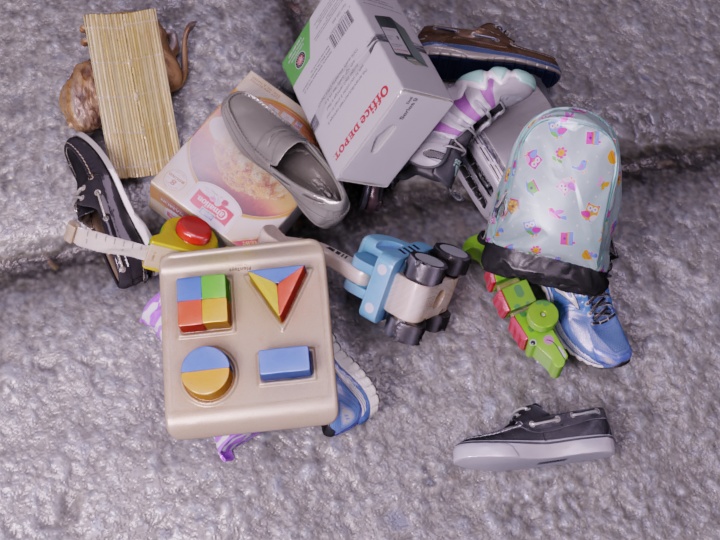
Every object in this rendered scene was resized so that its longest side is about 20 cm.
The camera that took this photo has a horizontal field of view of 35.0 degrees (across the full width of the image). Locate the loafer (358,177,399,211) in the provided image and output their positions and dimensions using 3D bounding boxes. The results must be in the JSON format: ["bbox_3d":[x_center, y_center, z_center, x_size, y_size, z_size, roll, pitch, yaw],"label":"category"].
[{"bbox_3d":[0.043,-0.160,1.436,0.062,0.072,0.202,15,62,-7],"label":"loafer"}]

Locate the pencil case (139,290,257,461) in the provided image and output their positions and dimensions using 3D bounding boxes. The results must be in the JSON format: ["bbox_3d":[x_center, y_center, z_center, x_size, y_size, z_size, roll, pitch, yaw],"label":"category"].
[{"bbox_3d":[-0.173,0.106,1.275,0.085,0.084,0.201,-39,72,16],"label":"pencil case"}]

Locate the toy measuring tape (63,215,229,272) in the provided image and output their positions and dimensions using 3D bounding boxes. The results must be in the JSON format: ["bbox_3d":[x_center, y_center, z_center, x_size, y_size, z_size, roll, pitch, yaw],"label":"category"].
[{"bbox_3d":[-0.231,-0.035,1.280,0.198,0.074,0.074,14,64,-21],"label":"toy measuring tape"}]

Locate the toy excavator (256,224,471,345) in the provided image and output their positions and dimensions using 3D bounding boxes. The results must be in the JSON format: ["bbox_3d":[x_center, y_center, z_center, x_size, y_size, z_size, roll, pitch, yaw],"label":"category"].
[{"bbox_3d":[0.000,0.000,1.320,0.199,0.101,0.194,27,21,24],"label":"toy excavator"}]

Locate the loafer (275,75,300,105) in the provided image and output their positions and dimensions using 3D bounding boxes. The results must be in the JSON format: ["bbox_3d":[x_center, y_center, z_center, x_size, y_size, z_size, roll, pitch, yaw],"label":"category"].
[{"bbox_3d":[-0.018,-0.248,1.469,0.199,0.063,0.072,-29,82,-3],"label":"loafer"}]

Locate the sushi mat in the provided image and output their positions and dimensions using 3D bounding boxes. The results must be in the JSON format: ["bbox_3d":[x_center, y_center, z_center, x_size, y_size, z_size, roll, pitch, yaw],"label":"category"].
[{"bbox_3d":[-0.274,-0.213,1.377,0.095,0.012,0.202,-12,95,-35],"label":"sushi mat"}]

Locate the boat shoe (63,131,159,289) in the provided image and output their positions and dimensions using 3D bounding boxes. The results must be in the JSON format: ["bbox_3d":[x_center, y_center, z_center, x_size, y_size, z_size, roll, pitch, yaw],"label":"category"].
[{"bbox_3d":[-0.303,-0.070,1.336,0.060,0.074,0.201,-27,82,-25],"label":"boat shoe"}]

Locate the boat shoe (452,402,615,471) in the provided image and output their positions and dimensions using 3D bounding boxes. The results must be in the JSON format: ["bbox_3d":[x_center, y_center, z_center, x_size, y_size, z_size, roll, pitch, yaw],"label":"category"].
[{"bbox_3d":[0.196,0.187,1.307,0.198,0.072,0.068,-3,69,-14],"label":"boat shoe"}]

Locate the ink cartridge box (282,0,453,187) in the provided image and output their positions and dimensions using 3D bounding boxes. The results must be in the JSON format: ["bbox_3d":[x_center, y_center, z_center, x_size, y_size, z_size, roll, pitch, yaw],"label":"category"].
[{"bbox_3d":[0.004,-0.218,1.322,0.083,0.146,0.201,6,47,-39],"label":"ink cartridge box"}]

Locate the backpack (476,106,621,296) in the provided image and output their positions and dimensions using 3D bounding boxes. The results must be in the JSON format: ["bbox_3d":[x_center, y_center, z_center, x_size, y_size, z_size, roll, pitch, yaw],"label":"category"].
[{"bbox_3d":[0.228,-0.082,1.285,0.165,0.127,0.202,13,97,4],"label":"backpack"}]

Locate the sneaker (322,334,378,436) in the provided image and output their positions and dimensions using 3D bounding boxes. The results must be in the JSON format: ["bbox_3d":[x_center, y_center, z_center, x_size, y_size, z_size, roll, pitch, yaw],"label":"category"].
[{"bbox_3d":[-0.070,0.101,1.287,0.089,0.079,0.200,-35,76,-24],"label":"sneaker"}]

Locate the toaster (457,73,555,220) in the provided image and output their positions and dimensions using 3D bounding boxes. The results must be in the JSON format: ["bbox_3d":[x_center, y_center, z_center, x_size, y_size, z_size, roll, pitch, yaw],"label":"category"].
[{"bbox_3d":[0.190,-0.154,1.434,0.128,0.114,0.201,-24,75,-16],"label":"toaster"}]

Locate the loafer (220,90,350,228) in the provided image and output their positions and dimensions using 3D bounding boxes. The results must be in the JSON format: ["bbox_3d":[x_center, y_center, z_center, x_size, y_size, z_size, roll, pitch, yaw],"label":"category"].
[{"bbox_3d":[-0.085,-0.137,1.320,0.200,0.070,0.070,45,68,6],"label":"loafer"}]

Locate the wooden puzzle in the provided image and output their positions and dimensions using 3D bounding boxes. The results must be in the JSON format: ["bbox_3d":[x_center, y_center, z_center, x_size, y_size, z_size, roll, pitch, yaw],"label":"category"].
[{"bbox_3d":[-0.122,0.070,1.213,0.183,0.046,0.202,-6,76,0],"label":"wooden puzzle"}]

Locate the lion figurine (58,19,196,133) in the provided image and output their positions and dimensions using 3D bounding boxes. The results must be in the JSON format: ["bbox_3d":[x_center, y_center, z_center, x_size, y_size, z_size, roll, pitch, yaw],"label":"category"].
[{"bbox_3d":[-0.281,-0.245,1.415,0.198,0.072,0.124,-16,79,-21],"label":"lion figurine"}]

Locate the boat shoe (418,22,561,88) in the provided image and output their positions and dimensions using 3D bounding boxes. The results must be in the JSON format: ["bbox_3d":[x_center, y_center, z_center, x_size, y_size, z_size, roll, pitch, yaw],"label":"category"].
[{"bbox_3d":[0.170,-0.290,1.512,0.198,0.072,0.073,9,64,-6],"label":"boat shoe"}]

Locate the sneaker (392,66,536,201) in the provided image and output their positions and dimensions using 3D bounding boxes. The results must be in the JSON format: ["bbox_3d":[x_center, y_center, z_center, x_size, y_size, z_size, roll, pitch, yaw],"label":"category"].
[{"bbox_3d":[0.119,-0.152,1.348,0.198,0.078,0.141,-14,74,21],"label":"sneaker"}]

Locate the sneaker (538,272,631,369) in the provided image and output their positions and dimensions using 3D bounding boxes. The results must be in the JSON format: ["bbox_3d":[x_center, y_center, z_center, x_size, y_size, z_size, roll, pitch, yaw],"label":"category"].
[{"bbox_3d":[0.267,0.026,1.375,0.078,0.089,0.201,-21,73,-29],"label":"sneaker"}]

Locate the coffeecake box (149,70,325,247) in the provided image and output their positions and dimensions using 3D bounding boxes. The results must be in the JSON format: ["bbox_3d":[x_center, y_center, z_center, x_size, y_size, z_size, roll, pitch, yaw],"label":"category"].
[{"bbox_3d":[-0.135,-0.116,1.380,0.153,0.073,0.201,36,66,4],"label":"coffeecake box"}]

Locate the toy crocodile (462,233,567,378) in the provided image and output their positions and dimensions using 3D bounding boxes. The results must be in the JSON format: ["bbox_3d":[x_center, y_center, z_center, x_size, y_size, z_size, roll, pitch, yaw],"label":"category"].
[{"bbox_3d":[0.189,0.039,1.374,0.061,0.068,0.201,-23,70,-11],"label":"toy crocodile"}]
